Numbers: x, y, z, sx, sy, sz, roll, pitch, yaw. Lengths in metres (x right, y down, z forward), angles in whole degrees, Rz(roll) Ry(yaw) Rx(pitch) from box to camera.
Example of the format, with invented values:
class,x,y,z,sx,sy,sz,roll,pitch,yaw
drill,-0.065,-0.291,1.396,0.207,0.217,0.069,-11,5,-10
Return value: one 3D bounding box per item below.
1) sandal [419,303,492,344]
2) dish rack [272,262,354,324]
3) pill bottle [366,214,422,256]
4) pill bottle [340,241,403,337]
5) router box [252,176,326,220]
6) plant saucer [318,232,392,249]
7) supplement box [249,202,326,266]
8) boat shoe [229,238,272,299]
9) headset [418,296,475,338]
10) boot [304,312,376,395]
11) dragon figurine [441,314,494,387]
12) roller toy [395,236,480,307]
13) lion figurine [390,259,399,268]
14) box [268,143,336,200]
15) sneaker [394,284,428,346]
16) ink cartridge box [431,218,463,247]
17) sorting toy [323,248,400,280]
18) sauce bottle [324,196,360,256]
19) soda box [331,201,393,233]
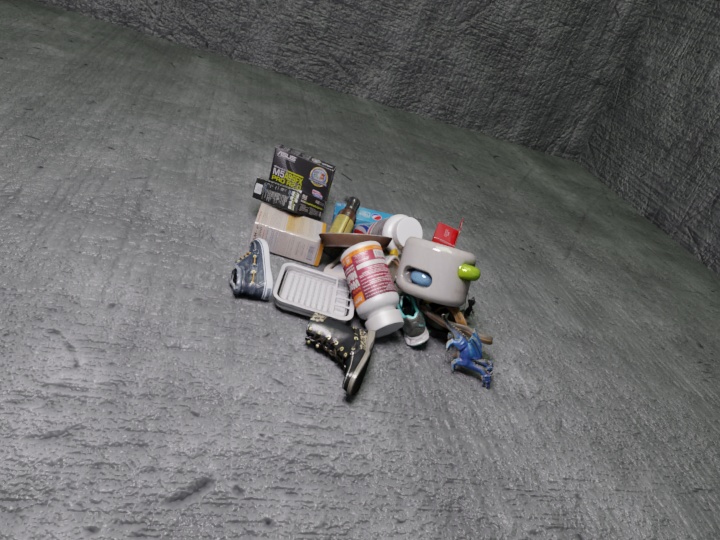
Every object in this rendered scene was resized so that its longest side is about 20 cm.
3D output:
class,x,y,z,sx,sy,sz,roll,pitch,yaw
sandal,0.234,0.119,1.276,0.194,0.056,0.082,24,2,7
dish rack,-0.109,0.061,1.267,0.192,0.045,0.174,18,31,-6
pill bottle,0.097,-0.096,1.493,0.106,0.116,0.199,8,-5,-20
pill bottle,0.029,0.045,1.247,0.106,0.109,0.207,-4,66,-36
router box,-0.202,-0.205,1.533,0.145,0.065,0.199,19,4,16
plant saucer,-0.013,-0.072,1.361,0.191,0.036,0.200,2,-1,0
supplement box,-0.194,-0.098,1.439,0.193,0.076,0.128,17,29,-10
boat shoe,-0.265,-0.015,1.260,0.088,0.072,0.203,10,33,-26
headset,0.228,0.116,1.390,0.195,0.096,0.124,-21,53,-29
boot,-0.053,0.168,1.105,0.148,0.076,0.205,20,26,4
dragon figurine,0.249,0.174,1.216,0.096,0.207,0.059,-12,17,19
roller toy,0.177,0.008,1.271,0.175,0.146,0.200,15,5,-7
lion figurine,0.168,0.014,1.406,0.192,0.128,0.072,-9,14,-22
box,-0.188,-0.279,1.651,0.193,0.165,0.045,22,29,1
sneaker,0.114,0.086,1.301,0.075,0.094,0.202,-21,38,-5
ink cartridge box,0.224,-0.052,1.502,0.065,0.206,0.117,21,28,5
sorting toy,0.000,0.000,1.411,0.173,0.111,0.200,9,25,21
sauce bottle,-0.049,-0.132,1.532,0.063,0.066,0.204,22,53,5
soda box,0.009,-0.147,1.636,0.192,0.066,0.069,12,39,-4
